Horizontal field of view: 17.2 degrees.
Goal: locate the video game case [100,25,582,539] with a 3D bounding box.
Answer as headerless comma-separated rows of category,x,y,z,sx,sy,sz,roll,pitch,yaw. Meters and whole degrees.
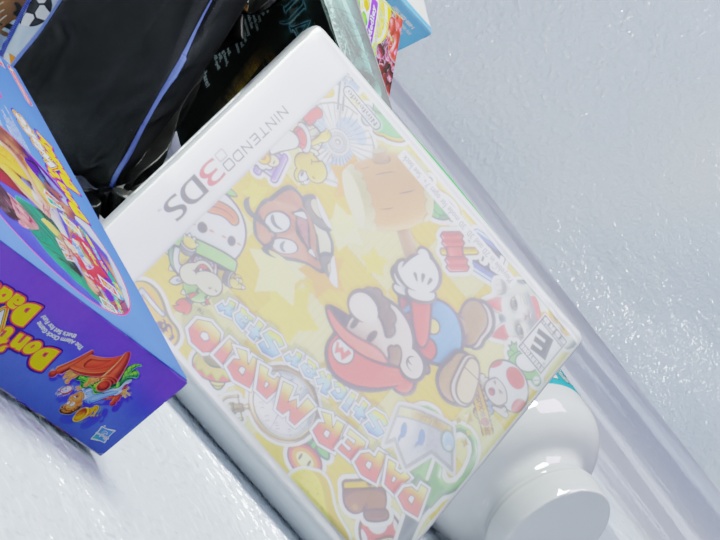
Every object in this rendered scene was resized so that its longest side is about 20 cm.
video game case,-0.011,0.015,1.080,0.200,0.182,0.023,49,-35,-9

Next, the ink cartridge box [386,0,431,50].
ink cartridge box,-0.076,-0.191,1.583,0.129,0.199,0.126,41,29,-49

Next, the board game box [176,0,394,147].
board game box,-0.041,-0.078,1.220,0.028,0.135,0.201,9,53,-40

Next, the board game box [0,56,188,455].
board game box,-0.152,-0.038,0.884,0.134,0.045,0.200,42,11,-47

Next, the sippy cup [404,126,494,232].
sippy cup,0.000,0.000,1.276,0.140,0.130,0.178,45,9,-31

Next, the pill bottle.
pill bottle,0.062,0.078,1.342,0.111,0.111,0.200,41,13,-51

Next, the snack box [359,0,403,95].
snack box,-0.094,-0.160,1.383,0.200,0.168,0.068,41,54,-53

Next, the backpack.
backpack,-0.114,-0.138,1.146,0.154,0.200,0.191,37,5,-1
